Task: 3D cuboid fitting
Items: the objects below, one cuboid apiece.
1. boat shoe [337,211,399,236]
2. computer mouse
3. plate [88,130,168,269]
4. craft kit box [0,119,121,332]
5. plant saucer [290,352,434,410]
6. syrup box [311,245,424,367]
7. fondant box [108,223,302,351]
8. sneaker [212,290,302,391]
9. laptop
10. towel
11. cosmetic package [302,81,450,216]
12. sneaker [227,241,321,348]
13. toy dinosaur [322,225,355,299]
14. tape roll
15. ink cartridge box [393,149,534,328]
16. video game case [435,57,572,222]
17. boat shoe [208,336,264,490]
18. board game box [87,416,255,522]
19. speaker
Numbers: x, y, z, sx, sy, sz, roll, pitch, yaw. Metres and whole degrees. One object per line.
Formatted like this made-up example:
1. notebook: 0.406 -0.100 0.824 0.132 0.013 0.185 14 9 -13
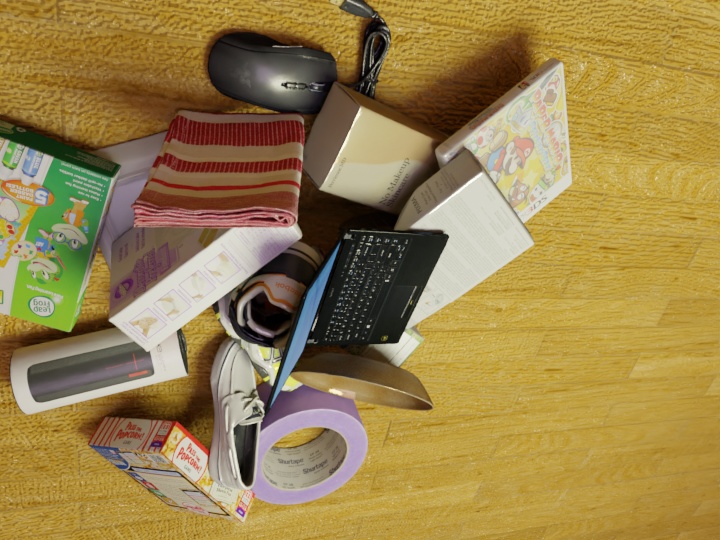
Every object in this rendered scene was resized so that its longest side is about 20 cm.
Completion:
1. boat shoe: 0.064 -0.036 0.807 0.196 0.074 0.070 -4 118 -19
2. computer mouse: -0.056 -0.229 0.651 0.196 0.046 0.142 9 120 -25
3. plate: -0.216 -0.060 0.713 0.196 0.032 0.202 -18 126 -9
4. craft kit box: -0.375 -0.052 0.632 0.197 0.049 0.200 19 117 -18
5. plant saucer: 0.004 0.146 0.812 0.198 0.199 0.036 25 68 -31
6. syrup box: -0.011 0.059 0.836 0.199 0.082 0.079 36 101 -33
7. fondant box: -0.168 -0.032 0.638 0.199 0.145 0.058 -37 128 5
8. sneaker: -0.119 0.089 0.821 0.076 0.076 0.201 -30 129 2
9. laptop: -0.001 0.054 0.656 0.196 0.104 0.179 2 132 -25
10. towel: -0.127 -0.107 0.590 0.141 0.202 0.023 0 130 -3
11. cosmetic package: 0.037 -0.128 0.714 0.197 0.071 0.106 11 118 -39
12. sneaker: -0.109 0.048 0.675 0.077 0.080 0.200 25 143 -11
13. toy dinosaur: 0.000 0.000 0.746 0.197 0.058 0.103 -20 129 -21
14. tape roll: -0.093 0.258 0.936 0.196 0.085 0.203 -9 125 -13
15. ink cartridge box: 0.091 -0.027 0.731 0.199 0.048 0.160 -36 137 16
16. video game case: 0.186 -0.127 0.754 0.181 0.023 0.201 -38 139 -8
17. boat shoe: -0.159 0.193 0.827 0.073 0.064 0.205 -2 92 -55
18. board game box: -0.264 0.284 0.863 0.149 0.047 0.201 -4 134 30
19. speaker: -0.318 0.115 0.761 0.196 0.082 0.083 -12 126 -13
